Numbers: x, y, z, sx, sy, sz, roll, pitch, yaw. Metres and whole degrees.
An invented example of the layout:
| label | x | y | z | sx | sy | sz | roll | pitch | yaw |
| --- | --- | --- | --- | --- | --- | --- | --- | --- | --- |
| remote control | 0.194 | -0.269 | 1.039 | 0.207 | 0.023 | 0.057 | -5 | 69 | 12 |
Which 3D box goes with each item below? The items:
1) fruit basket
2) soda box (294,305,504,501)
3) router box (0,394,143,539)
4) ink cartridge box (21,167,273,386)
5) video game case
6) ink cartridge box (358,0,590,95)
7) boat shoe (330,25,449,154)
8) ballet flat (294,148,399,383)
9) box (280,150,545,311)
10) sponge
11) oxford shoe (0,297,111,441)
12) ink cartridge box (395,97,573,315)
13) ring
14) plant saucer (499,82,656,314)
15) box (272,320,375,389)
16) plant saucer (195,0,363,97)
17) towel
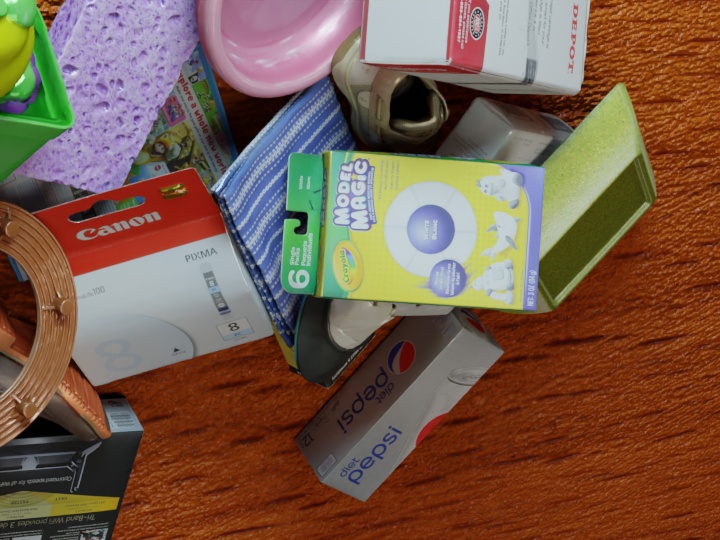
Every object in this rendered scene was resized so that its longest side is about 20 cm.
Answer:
| label | x | y | z | sx | sy | sz | roll | pitch | yaw |
| --- | --- | --- | --- | --- | --- | --- | --- | --- | --- |
| fruit basket | -0.285 | -0.153 | 1.274 | 0.215 | 0.156 | 0.216 | -16 | 145 | -11 |
| soda box | 0.035 | 0.116 | 1.763 | 0.200 | 0.063 | 0.068 | -48 | 135 | 11 |
| router box | -0.299 | 0.186 | 1.622 | 0.200 | 0.052 | 0.157 | -1 | 126 | -31 |
| ink cartridge box | -0.171 | 0.009 | 1.503 | 0.160 | 0.047 | 0.200 | -15 | 148 | 6 |
| video game case | -0.197 | -0.086 | 1.486 | 0.200 | 0.018 | 0.143 | -26 | 134 | -11 |
| ink cartridge box | 0.091 | -0.213 | 1.432 | 0.200 | 0.084 | 0.145 | 4 | 91 | -55 |
| boat shoe | 0.034 | -0.128 | 1.525 | 0.072 | 0.065 | 0.200 | -47 | 157 | -5 |
| ballet flat | 0.000 | 0.000 | 1.536 | 0.068 | 0.068 | 0.200 | 12 | 95 | -43 |
| box | 0.040 | -0.032 | 1.488 | 0.200 | 0.048 | 0.118 | 3 | 90 | -9 |
| sponge | -0.182 | -0.152 | 1.398 | 0.111 | 0.030 | 0.200 | 16 | 108 | -48 |
| oxford shoe | -0.281 | 0.083 | 1.538 | 0.073 | 0.071 | 0.200 | -39 | 123 | 9 |
| ink cartridge box | 0.088 | -0.050 | 1.623 | 0.200 | 0.047 | 0.160 | -52 | 158 | 17 |
| ring | -0.288 | 0.045 | 1.404 | 0.200 | 0.019 | 0.201 | -15 | 112 | -42 |
| plant saucer | 0.187 | -0.045 | 1.665 | 0.200 | 0.048 | 0.200 | -47 | 159 | -1 |
| box | -0.049 | 0.007 | 1.615 | 0.075 | 0.050 | 0.200 | -47 | 140 | -25 |
| plant saucer | -0.049 | -0.226 | 1.409 | 0.200 | 0.051 | 0.201 | -33 | 144 | -28 |
| towel | -0.040 | -0.044 | 1.536 | 0.145 | 0.024 | 0.200 | -51 | 142 | -24 |
